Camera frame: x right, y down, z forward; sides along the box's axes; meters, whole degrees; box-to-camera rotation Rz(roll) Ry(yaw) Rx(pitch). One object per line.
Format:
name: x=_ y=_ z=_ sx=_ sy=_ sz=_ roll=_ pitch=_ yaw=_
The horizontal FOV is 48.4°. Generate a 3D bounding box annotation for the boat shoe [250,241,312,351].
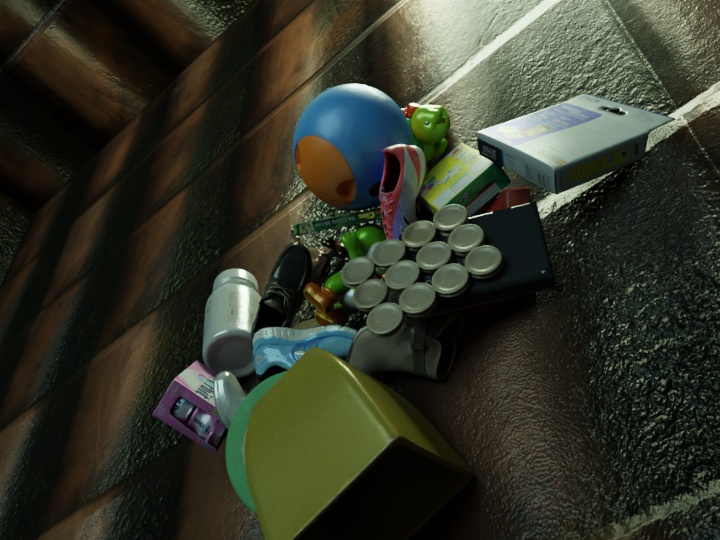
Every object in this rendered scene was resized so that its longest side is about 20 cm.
boat shoe: x=-0.131 y=0.053 z=1.343 sx=0.073 sy=0.073 sz=0.204 roll=-66 pitch=-6 yaw=-86

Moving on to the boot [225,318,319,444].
boot: x=-0.125 y=0.188 z=1.291 sx=0.172 sy=0.066 sz=0.203 roll=-18 pitch=43 yaw=24

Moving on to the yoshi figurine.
yoshi figurine: x=-0.009 y=-0.003 z=1.295 sx=0.200 sy=0.112 sz=0.112 roll=-42 pitch=4 yaw=-21

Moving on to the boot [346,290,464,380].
boot: x=0.061 y=0.115 z=1.117 sx=0.145 sy=0.070 sz=0.204 roll=27 pitch=102 yaw=42

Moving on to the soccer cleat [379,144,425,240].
soccer cleat: x=0.055 y=-0.090 z=1.221 sx=0.067 sy=0.072 sz=0.205 roll=10 pitch=98 yaw=44

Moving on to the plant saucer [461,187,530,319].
plant saucer: x=0.158 y=-0.021 z=1.167 sx=0.198 sy=0.037 sz=0.202 roll=-28 pitch=37 yaw=34

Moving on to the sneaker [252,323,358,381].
sneaker: x=-0.070 y=0.139 z=1.220 sx=0.196 sy=0.079 sz=0.092 roll=-4 pitch=62 yaw=13

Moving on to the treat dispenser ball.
treat dispenser ball: x=-0.012 y=-0.201 z=1.312 sx=0.199 sy=0.200 sz=0.203 roll=-33 pitch=34 yaw=26

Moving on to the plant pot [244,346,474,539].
plant pot: x=-0.024 y=0.210 z=0.944 sx=0.194 sy=0.195 sz=0.201 roll=-45 pitch=51 yaw=8

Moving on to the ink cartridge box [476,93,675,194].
ink cartridge box: x=0.294 y=-0.183 z=1.115 sx=0.197 sy=0.048 sz=0.198 roll=-19 pitch=28 yaw=-16

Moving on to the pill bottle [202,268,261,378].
pill bottle: x=-0.232 y=0.092 z=1.481 sx=0.114 sy=0.114 sz=0.202 roll=-38 pitch=33 yaw=19

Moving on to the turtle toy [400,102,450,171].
turtle toy: x=0.090 y=-0.239 z=1.426 sx=0.198 sy=0.101 sz=0.148 roll=-5 pitch=52 yaw=50

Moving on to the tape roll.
tape roll: x=-0.084 y=0.240 z=1.086 sx=0.196 sy=0.048 sz=0.205 roll=-5 pitch=69 yaw=13

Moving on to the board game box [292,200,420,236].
board game box: x=-0.005 y=-0.088 z=1.347 sx=0.196 sy=0.024 sz=0.105 roll=-10 pitch=6 yaw=21

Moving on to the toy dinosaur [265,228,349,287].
toy dinosaur: x=-0.085 y=0.008 z=1.416 sx=0.134 sy=0.085 sz=0.203 roll=17 pitch=76 yaw=50

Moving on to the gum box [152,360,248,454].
gum box: x=-0.251 y=0.216 z=1.287 sx=0.067 sy=0.112 sz=0.200 roll=-57 pitch=2 yaw=2

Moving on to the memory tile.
memory tile: x=0.078 y=-0.003 z=1.058 sx=0.198 sy=0.017 sz=0.154 roll=-30 pitch=44 yaw=-3

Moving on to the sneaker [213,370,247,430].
sneaker: x=-0.146 y=0.230 z=1.172 sx=0.080 sy=0.202 sz=0.070 roll=-33 pitch=-9 yaw=15

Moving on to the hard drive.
hard drive: x=0.151 y=-0.015 z=1.071 sx=0.196 sy=0.033 sz=0.141 roll=-13 pitch=45 yaw=13

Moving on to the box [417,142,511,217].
box: x=0.148 y=-0.137 z=1.257 sx=0.117 sy=0.049 sz=0.200 roll=-40 pitch=22 yaw=3
